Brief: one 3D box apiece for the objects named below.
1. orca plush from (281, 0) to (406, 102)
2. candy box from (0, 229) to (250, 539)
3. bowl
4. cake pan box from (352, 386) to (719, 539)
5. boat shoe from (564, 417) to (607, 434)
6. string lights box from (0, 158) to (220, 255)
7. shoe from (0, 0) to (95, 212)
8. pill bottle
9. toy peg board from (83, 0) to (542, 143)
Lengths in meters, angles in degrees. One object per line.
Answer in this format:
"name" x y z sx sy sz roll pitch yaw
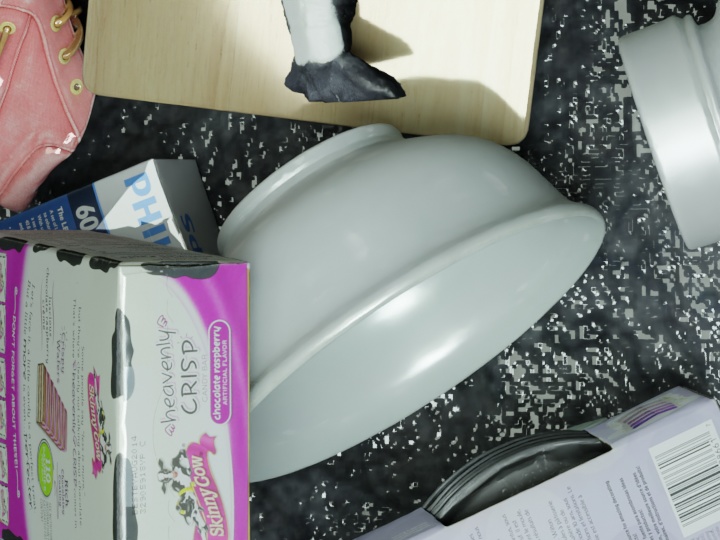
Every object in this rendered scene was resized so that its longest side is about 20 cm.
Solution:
"orca plush" 0.001 -0.172 1.255 0.071 0.105 0.201 -17 101 -25
"candy box" -0.110 0.056 1.274 0.061 0.200 0.137 -2 96 -24
"bowl" 0.000 0.000 1.297 0.201 0.201 0.091 -37 75 14
"cake pan box" 0.099 0.170 1.284 0.183 0.052 0.201 -26 100 -10
"boat shoe" 0.042 0.135 1.351 0.200 0.076 0.061 -35 80 27
"string lights box" -0.158 0.029 1.414 0.199 0.059 0.103 -21 85 16
"shoe" -0.152 -0.121 1.363 0.091 0.072 0.201 22 115 -17
"pill bottle" 0.217 -0.083 1.256 0.199 0.114 0.115 -19 85 8
"toy peg board" -0.013 -0.175 1.346 0.198 0.098 0.201 7 104 1
